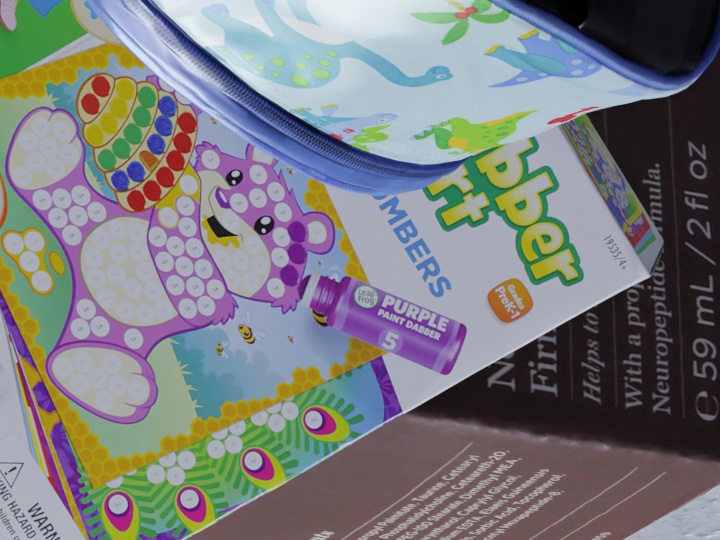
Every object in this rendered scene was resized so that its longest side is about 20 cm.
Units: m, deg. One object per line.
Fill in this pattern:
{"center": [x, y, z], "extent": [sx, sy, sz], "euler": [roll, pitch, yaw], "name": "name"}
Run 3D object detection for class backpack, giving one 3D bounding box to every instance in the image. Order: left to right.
{"center": [-0.005, -0.121, 0.647], "extent": [0.147, 0.201, 0.183], "euler": [-20, 151, 33], "name": "backpack"}

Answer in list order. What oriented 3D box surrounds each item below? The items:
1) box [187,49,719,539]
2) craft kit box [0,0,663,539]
{"center": [0.000, 0.000, 0.976], "extent": [0.199, 0.166, 0.164], "euler": [10, 156, -23], "name": "box"}
{"center": [-0.053, -0.038, 0.804], "extent": [0.197, 0.200, 0.049], "euler": [-31, -175, 14], "name": "craft kit box"}
